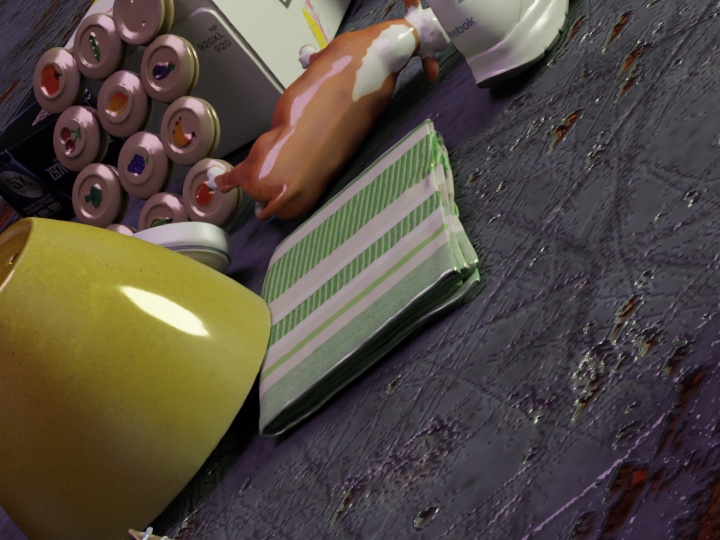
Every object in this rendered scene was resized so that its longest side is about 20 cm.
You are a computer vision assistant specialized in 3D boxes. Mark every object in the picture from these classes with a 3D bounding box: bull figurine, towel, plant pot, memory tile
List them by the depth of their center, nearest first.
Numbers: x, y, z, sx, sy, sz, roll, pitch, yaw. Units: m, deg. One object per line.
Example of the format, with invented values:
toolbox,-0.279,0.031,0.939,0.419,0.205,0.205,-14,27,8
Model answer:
towel,0.000,0.000,1.078,0.152,0.023,0.200,-39,24,15
plant pot,-0.171,0.052,1.091,0.200,0.142,0.200,-42,22,21
bull figurine,-0.020,-0.111,1.261,0.200,0.065,0.121,-50,18,-21
memory tile,-0.167,-0.099,1.364,0.153,0.201,0.017,-31,-17,31

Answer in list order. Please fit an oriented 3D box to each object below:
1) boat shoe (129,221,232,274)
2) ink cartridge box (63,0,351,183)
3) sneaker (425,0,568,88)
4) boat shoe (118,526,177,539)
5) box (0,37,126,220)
boat shoe,-0.163,0.034,1.257,0.199,0.071,0.070,-26,54,30
ink cartridge box,-0.116,-0.202,1.481,0.147,0.145,0.201,-27,27,34
sneaker,0.106,-0.207,1.182,0.074,0.087,0.201,-23,28,45
boat shoe,-0.095,0.163,0.873,0.199,0.072,0.072,-23,30,42
box,-0.230,-0.152,1.671,0.163,0.086,0.201,-24,28,39
